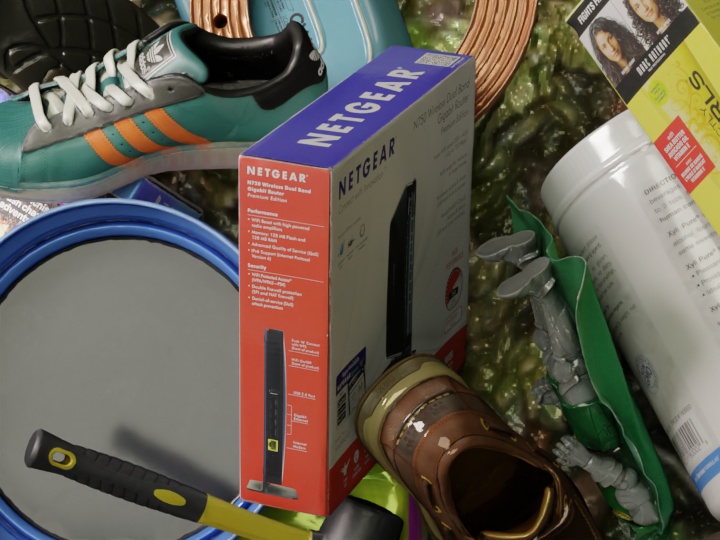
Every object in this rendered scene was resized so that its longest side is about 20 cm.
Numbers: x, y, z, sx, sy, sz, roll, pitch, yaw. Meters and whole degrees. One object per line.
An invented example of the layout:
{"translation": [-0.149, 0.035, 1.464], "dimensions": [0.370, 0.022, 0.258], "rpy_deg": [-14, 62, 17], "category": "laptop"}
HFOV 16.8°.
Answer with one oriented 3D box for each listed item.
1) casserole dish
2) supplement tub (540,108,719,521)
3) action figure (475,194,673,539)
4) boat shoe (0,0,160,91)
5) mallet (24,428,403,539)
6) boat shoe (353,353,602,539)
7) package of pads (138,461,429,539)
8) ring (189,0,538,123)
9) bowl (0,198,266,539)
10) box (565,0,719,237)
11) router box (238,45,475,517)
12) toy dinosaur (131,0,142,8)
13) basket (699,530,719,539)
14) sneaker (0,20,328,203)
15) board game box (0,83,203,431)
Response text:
{"translation": [-0.047, -0.154, 1.388], "dimensions": [0.121, 0.039, 0.200], "rpy_deg": [-24, 75, 10], "category": "casserole dish"}
{"translation": [0.192, 0.015, 1.239], "dimensions": [0.132, 0.132, 0.200], "rpy_deg": [-29, 73, 8], "category": "supplement tub"}
{"translation": [0.118, 0.069, 1.237], "dimensions": [0.055, 0.200, 0.118], "rpy_deg": [-26, 29, 4], "category": "action figure"}
{"translation": [-0.190, -0.141, 1.340], "dimensions": [0.200, 0.074, 0.076], "rpy_deg": [26, 96, -21], "category": "boat shoe"}
{"translation": [-0.076, 0.131, 1.217], "dimensions": [0.200, 0.041, 0.066], "rpy_deg": [15, 90, -20], "category": "mallet"}
{"translation": [0.070, 0.117, 1.216], "dimensions": [0.072, 0.200, 0.068], "rpy_deg": [-46, 46, -1], "category": "boat shoe"}
{"translation": [-0.062, 0.176, 1.310], "dimensions": [0.199, 0.068, 0.155], "rpy_deg": [-2, 79, 15], "category": "package of pads"}
{"translation": [0.002, -0.151, 1.344], "dimensions": [0.200, 0.019, 0.201], "rpy_deg": [-3, 78, 14], "category": "ring"}
{"translation": [-0.128, 0.064, 1.275], "dimensions": [0.200, 0.039, 0.201], "rpy_deg": [-1, 85, 6], "category": "bowl"}
{"translation": [0.184, -0.066, 1.156], "dimensions": [0.200, 0.050, 0.075], "rpy_deg": [56, 140, 13], "category": "box"}
{"translation": [0.000, 0.000, 1.225], "dimensions": [0.049, 0.200, 0.180], "rpy_deg": [9, 114, 20], "category": "router box"}
{"translation": [-0.160, -0.182, 1.391], "dimensions": [0.200, 0.058, 0.101], "rpy_deg": [-1, 100, 36], "category": "toy dinosaur"}
{"translation": [0.220, 0.177, 1.190], "dimensions": [0.200, 0.180, 0.136], "rpy_deg": [-29, 56, -1], "category": "basket"}
{"translation": [-0.116, -0.093, 1.280], "dimensions": [0.199, 0.080, 0.071], "rpy_deg": [-10, 47, -9], "category": "sneaker"}
{"translation": [-0.216, 0.003, 1.371], "dimensions": [0.159, 0.097, 0.200], "rpy_deg": [32, 89, 19], "category": "board game box"}
